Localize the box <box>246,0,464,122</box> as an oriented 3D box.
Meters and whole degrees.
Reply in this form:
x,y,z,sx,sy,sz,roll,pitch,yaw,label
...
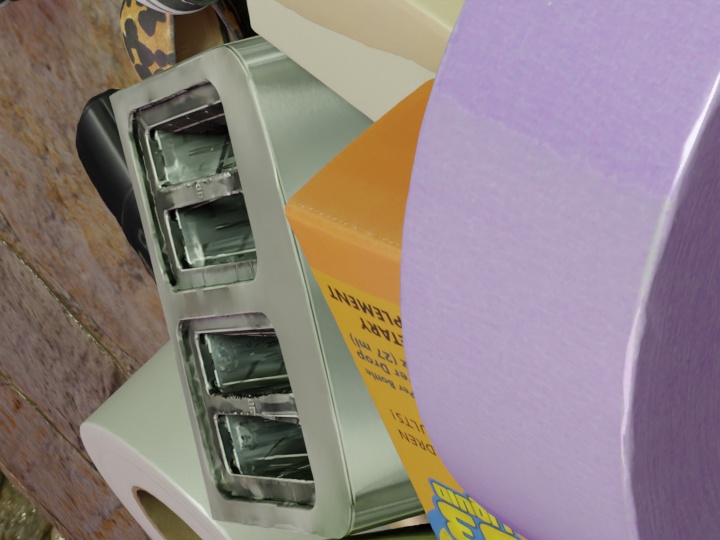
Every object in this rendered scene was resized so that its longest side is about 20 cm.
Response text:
x,y,z,sx,sy,sz,roll,pitch,yaw,label
0.064,-0.068,0.590,0.200,0.095,0.078,37,158,22,box

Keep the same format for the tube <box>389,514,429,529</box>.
x,y,z,sx,sy,sz,roll,pitch,yaw,label
0.034,0.111,0.910,0.052,0.058,0.201,-6,119,47,tube

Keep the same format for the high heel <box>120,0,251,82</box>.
x,y,z,sx,sy,sz,roll,pitch,yaw,label
-0.047,-0.044,0.909,0.201,0.071,0.143,56,169,4,high heel

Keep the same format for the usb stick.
x,y,z,sx,sy,sz,roll,pitch,yaw,label
-0.072,0.004,0.891,0.201,0.032,0.056,57,156,23,usb stick

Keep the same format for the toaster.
x,y,z,sx,sy,sz,roll,pitch,yaw,label
0.000,0.000,0.741,0.200,0.118,0.182,-6,99,65,toaster

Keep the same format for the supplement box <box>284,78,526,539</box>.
x,y,z,sx,sy,sz,roll,pitch,yaw,label
0.052,0.046,0.586,0.066,0.069,0.201,22,147,47,supplement box

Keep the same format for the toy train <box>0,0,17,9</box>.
x,y,z,sx,sy,sz,roll,pitch,yaw,label
-0.218,-0.196,0.974,0.114,0.087,0.200,35,160,15,toy train

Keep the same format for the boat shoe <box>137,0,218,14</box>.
x,y,z,sx,sy,sz,roll,pitch,yaw,label
-0.072,-0.166,0.742,0.066,0.070,0.201,36,152,33,boat shoe

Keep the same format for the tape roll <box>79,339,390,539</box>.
x,y,z,sx,sy,sz,roll,pitch,yaw,label
-0.047,0.116,1.159,0.202,0.139,0.203,42,162,17,tape roll

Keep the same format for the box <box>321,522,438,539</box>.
x,y,z,sx,sy,sz,roll,pitch,yaw,label
0.029,0.118,0.717,0.075,0.051,0.200,-4,176,22,box

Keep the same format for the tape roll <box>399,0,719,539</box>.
x,y,z,sx,sy,sz,roll,pitch,yaw,label
0.102,-0.018,0.431,0.065,0.200,0.201,29,155,41,tape roll
